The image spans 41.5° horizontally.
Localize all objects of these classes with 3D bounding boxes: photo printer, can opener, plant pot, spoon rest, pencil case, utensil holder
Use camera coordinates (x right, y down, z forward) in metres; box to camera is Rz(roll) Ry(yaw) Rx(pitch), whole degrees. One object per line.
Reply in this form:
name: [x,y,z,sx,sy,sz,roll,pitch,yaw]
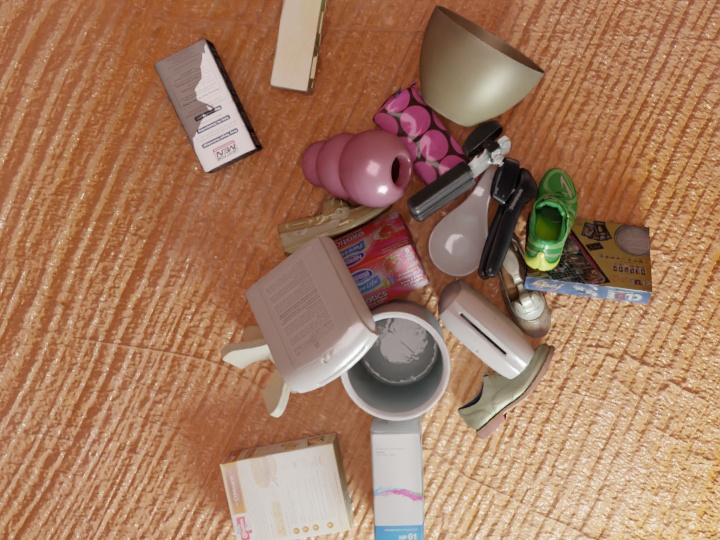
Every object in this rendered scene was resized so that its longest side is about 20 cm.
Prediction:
photo printer: [0.198,0.092,1.526,0.166,0.200,0.069,41,97,0]
can opener: [0.230,-0.079,1.533,0.078,0.063,0.201,18,82,-5]
plant pot: [0.171,-0.308,1.504,0.200,0.200,0.135,32,111,1]
photo printer: [-0.071,0.072,1.433,0.166,0.069,0.200,-38,57,14]
spoon rest: [0.183,-0.086,1.577,0.099,0.061,0.201,27,95,13]
pencil case: [0.112,-0.208,1.563,0.094,0.091,0.200,-39,94,-3]
can opener: [0.155,-0.154,1.509,0.200,0.053,0.066,-39,62,-4]
utensil holder: [0.058,0.137,1.540,0.169,0.200,0.171,0,95,4]

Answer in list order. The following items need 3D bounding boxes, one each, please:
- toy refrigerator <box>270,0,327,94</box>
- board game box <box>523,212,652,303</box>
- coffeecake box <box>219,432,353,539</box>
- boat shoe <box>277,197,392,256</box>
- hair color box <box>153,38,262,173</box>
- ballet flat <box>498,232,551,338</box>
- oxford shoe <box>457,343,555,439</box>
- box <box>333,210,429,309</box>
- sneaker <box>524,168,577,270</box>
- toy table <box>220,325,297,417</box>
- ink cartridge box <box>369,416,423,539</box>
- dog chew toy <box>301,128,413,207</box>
toy refrigerator: [-0.094,-0.396,1.564,0.070,0.076,0.201,11,95,3]
board game box: [0.368,-0.021,1.545,0.199,0.035,0.136,8,54,4]
coffeecake box: [-0.126,0.379,1.640,0.199,0.073,0.154,-11,95,5]
boat shoe: [-0.045,-0.088,1.590,0.199,0.074,0.067,-24,90,1]
hair color box: [-0.254,-0.273,1.594,0.100,0.061,0.201,-24,93,6]
ballet flat: [0.262,0.025,1.581,0.068,0.067,0.201,-25,93,7]
oxford shoe: [0.245,0.191,1.597,0.074,0.071,0.200,41,97,2]
box: [0.000,0.000,1.566,0.199,0.100,0.096,-24,129,6]
sneaker: [0.311,-0.092,1.522,0.074,0.084,0.200,12,54,8]
toy table: [-0.129,0.136,1.578,0.117,0.200,0.184,-40,125,17]
ink cartridge box: [0.063,0.348,1.587,0.084,0.145,0.201,-3,95,4]
dog chew toy: [-0.014,-0.169,1.543,0.199,0.124,0.125,9,97,37]
